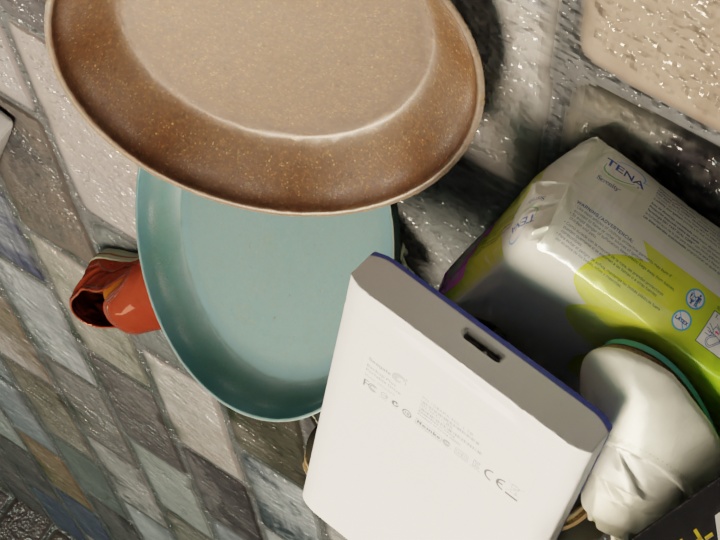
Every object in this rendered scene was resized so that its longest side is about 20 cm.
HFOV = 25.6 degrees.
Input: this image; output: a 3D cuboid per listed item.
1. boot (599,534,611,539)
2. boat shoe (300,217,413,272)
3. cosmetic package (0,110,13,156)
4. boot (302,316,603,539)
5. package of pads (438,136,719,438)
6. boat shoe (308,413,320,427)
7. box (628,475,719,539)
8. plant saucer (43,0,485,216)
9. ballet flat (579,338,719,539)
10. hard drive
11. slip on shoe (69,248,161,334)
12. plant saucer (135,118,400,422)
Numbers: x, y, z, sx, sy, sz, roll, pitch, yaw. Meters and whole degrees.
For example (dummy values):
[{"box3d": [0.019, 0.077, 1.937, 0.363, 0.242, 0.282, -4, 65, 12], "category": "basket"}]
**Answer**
[{"box3d": [0.127, 0.100, 0.924, 0.151, 0.073, 0.199, 45, 163, -23], "category": "boot"}, {"box3d": [0.000, 0.000, 0.928, 0.066, 0.074, 0.201, 0, 146, 1], "category": "boat shoe"}, {"box3d": [-0.382, -0.051, 1.221, 0.123, 0.200, 0.200, 38, 159, -9], "category": "cosmetic package"}, {"box3d": [0.027, 0.069, 0.830, 0.198, 0.078, 0.139, 0, 137, 39], "category": "boot"}, {"box3d": [0.121, 0.026, 0.770, 0.154, 0.068, 0.200, 36, 159, -3], "category": "package of pads"}, {"box3d": [0.011, 0.116, 1.022, 0.199, 0.060, 0.076, 31, 131, 48], "category": "boat shoe"}, {"box3d": [0.167, 0.146, 0.725, 0.049, 0.199, 0.161, 58, -168, 29], "category": "box"}, {"box3d": [-0.041, -0.100, 0.710, 0.198, 0.037, 0.201, 7, 144, 5], "category": "plant saucer"}, {"box3d": [0.134, 0.107, 0.740, 0.069, 0.070, 0.201, 24, 158, 29], "category": "ballet flat"}, {"box3d": [0.038, 0.093, 0.760, 0.131, 0.025, 0.201, 36, 146, 17], "category": "hard drive"}, {"box3d": [-0.167, 0.022, 1.237, 0.199, 0.061, 0.074, 3, 140, 54], "category": "slip on shoe"}, {"box3d": [-0.048, -0.022, 0.843, 0.199, 0.027, 0.203, 9, 104, 43], "category": "plant saucer"}]
